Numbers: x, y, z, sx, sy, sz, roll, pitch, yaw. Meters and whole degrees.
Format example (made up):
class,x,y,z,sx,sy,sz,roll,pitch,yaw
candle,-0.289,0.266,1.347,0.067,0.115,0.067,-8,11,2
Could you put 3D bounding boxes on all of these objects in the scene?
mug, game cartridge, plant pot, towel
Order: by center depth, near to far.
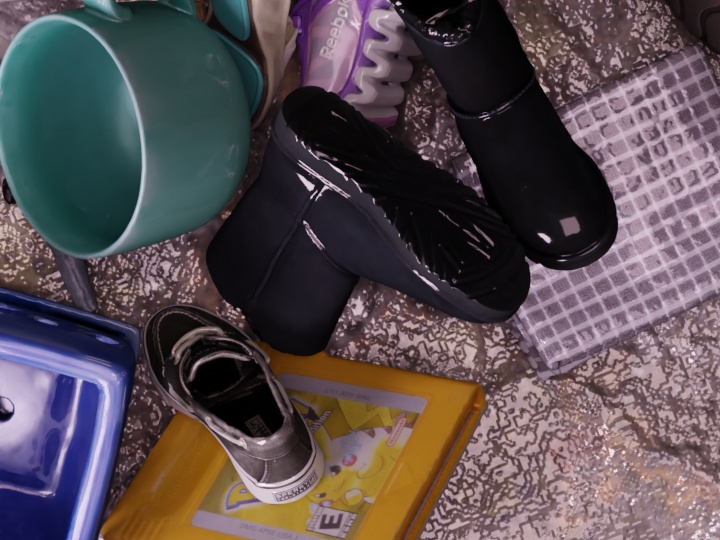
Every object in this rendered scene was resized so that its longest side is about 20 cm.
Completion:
class,x,y,z,sx,sy,sz,roll,pitch,yaw
mug,-0.134,-0.102,1.147,0.153,0.114,0.185,57,133,16
game cartridge,-0.042,0.125,1.164,0.199,0.033,0.177,10,50,28
plant pot,-0.246,0.108,1.164,0.198,0.180,0.202,15,102,0
towel,0.169,-0.038,1.220,0.199,0.086,0.167,-26,90,0

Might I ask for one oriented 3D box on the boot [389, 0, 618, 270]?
class,x,y,z,sx,sy,sz,roll,pitch,yaw
boot,0.080,-0.111,1.112,0.073,0.163,0.199,-28,54,5

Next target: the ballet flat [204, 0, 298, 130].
class,x,y,z,sx,sy,sz,roll,pitch,yaw
ballet flat,-0.066,-0.161,1.179,0.069,0.200,0.070,3,62,-6

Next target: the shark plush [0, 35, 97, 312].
class,x,y,z,sx,sy,sz,roll,pitch,yaw
shark plush,-0.228,-0.065,1.219,0.090,0.083,0.202,-5,102,15

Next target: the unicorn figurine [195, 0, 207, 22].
class,x,y,z,sx,sy,sz,roll,pitch,yaw
unicorn figurine,-0.107,-0.242,1.218,0.198,0.074,0.138,-17,69,-7

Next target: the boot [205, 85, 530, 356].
class,x,y,z,sx,sy,sz,roll,pitch,yaw
boot,0.000,0.000,1.162,0.200,0.169,0.076,39,47,11

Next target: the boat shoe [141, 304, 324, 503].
class,x,y,z,sx,sy,sz,roll,pitch,yaw
boat shoe,-0.088,0.067,1.176,0.070,0.200,0.064,-34,132,-14

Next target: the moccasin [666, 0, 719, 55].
class,x,y,z,sx,sy,sz,roll,pitch,yaw
moccasin,0.225,-0.216,1.217,0.077,0.074,0.202,-32,70,-27

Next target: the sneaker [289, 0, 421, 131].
class,x,y,z,sx,sy,sz,roll,pitch,yaw
sneaker,-0.014,-0.141,1.225,0.088,0.080,0.201,30,101,20
